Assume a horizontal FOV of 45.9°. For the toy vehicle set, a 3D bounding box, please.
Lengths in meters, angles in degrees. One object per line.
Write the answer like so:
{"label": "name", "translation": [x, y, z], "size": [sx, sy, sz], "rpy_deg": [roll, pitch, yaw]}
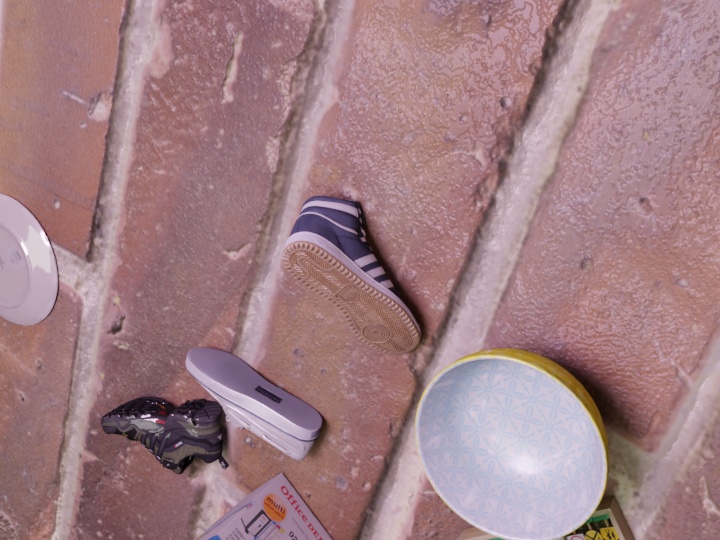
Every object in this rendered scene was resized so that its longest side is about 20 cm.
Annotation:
{"label": "toy vehicle set", "translation": [0.218, 0.335, 0.956], "size": [0.198, 0.026, 0.126], "rpy_deg": [-25, 94, 32]}

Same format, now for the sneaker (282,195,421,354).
{"label": "sneaker", "translation": [0.000, 0.000, 0.943], "size": [0.070, 0.109, 0.200], "rpy_deg": [-31, 121, 30]}

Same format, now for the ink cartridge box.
{"label": "ink cartridge box", "translation": [-0.147, 0.387, 1.071], "size": [0.144, 0.200, 0.148], "rpy_deg": [-40, 87, 30]}

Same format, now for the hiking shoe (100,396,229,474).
{"label": "hiking shoe", "translation": [-0.272, 0.232, 1.158], "size": [0.197, 0.076, 0.102], "rpy_deg": [-2, 103, 28]}

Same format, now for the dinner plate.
{"label": "dinner plate", "translation": [-0.522, -0.012, 1.242], "size": [0.197, 0.024, 0.203], "rpy_deg": [9, 111, 25]}

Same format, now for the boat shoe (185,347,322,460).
{"label": "boat shoe", "translation": [-0.143, 0.170, 1.069], "size": [0.198, 0.073, 0.066], "rpy_deg": [31, 115, 17]}

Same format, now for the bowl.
{"label": "bowl", "translation": [0.166, 0.162, 0.876], "size": [0.197, 0.107, 0.203], "rpy_deg": [10, 112, 26]}
